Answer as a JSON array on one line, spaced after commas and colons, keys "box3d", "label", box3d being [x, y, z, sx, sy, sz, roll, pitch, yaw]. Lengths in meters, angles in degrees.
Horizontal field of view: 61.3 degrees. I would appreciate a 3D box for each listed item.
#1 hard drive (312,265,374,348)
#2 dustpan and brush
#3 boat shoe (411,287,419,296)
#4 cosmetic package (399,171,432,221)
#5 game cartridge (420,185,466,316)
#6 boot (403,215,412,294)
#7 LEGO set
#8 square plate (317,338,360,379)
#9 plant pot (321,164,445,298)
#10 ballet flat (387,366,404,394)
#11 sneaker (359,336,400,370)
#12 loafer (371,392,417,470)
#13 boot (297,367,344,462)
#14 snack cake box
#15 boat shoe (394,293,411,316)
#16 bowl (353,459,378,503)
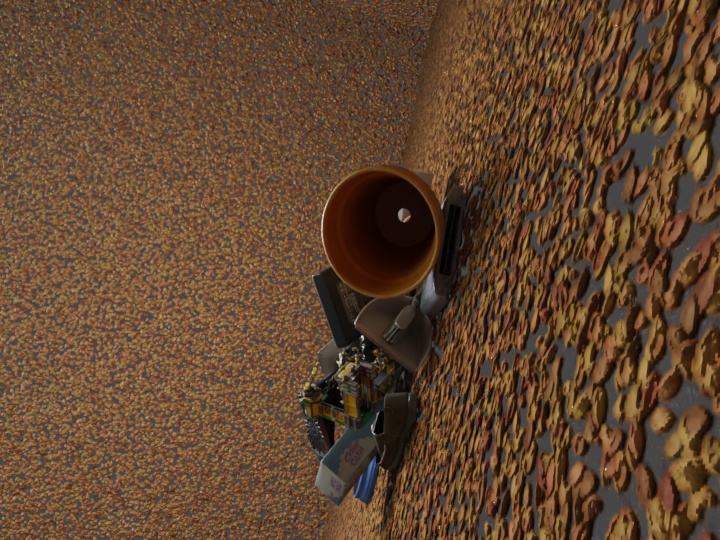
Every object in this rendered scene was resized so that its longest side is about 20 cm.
[{"box3d": [0.001, 0.041, 1.169, 0.198, 0.032, 0.144, -29, -79, -48], "label": "hard drive"}, {"box3d": [0.086, 0.076, 1.092, 0.058, 0.138, 0.200, -57, -7, 31], "label": "dustpan and brush"}, {"box3d": [0.106, 0.044, 1.382, 0.075, 0.060, 0.206, 102, -179, -68], "label": "boat shoe"}, {"box3d": [0.096, -0.106, 1.292, 0.150, 0.050, 0.207, -18, -63, -64], "label": "cosmetic package"}, {"box3d": [0.144, -0.029, 1.069, 0.134, 0.039, 0.206, 96, -174, -70], "label": "game cartridge"}, {"box3d": [0.116, -0.062, 1.218, 0.146, 0.069, 0.206, -61, -18, -45], "label": "boot"}, {"box3d": [-0.017, 0.180, 1.093, 0.198, 0.151, 0.119, -32, -51, -41], "label": "LEGO set"}, {"box3d": [-0.002, 0.182, 1.347, 0.198, 0.028, 0.201, -38, -34, -22], "label": "square plate"}, {"box3d": [0.056, -0.079, 1.019, 0.183, 0.195, 0.206, -38, -36, -65], "label": "plant pot"}, {"box3d": [0.066, 0.217, 1.343, 0.070, 0.067, 0.206, -79, 3, -63], "label": "ballet flat"}, {"box3d": [0.014, 0.188, 1.240, 0.200, 0.114, 0.076, -48, -8, -14], "label": "sneaker"}, {"box3d": [0.053, 0.289, 1.115, 0.076, 0.067, 0.204, -78, 2, -53], "label": "loafer"}, {"box3d": [-0.026, 0.283, 1.279, 0.197, 0.065, 0.170, -25, -70, -39], "label": "boot"}, {"box3d": [-0.003, 0.354, 1.217, 0.200, 0.066, 0.117, -44, -19, -36], "label": "snack cake box"}, {"box3d": [0.082, 0.070, 1.166, 0.070, 0.070, 0.206, -12, 101, 62], "label": "boat shoe"}, {"box3d": [0.019, 0.465, 1.503, 0.201, 0.038, 0.208, -167, 89, -89], "label": "bowl"}]
